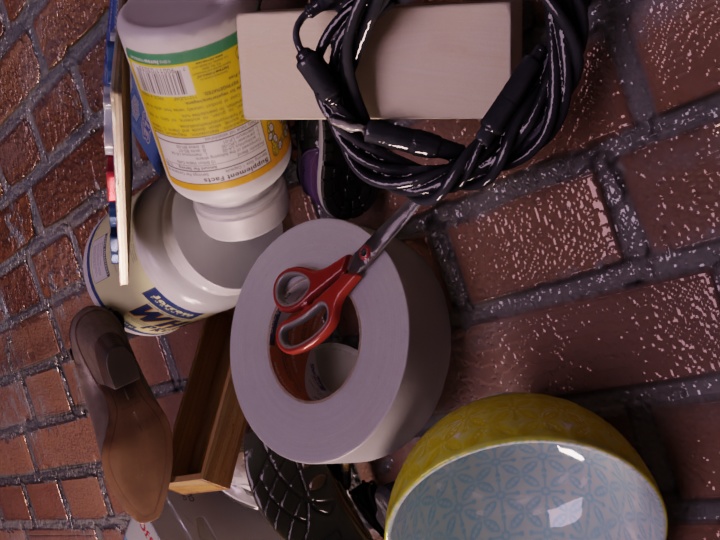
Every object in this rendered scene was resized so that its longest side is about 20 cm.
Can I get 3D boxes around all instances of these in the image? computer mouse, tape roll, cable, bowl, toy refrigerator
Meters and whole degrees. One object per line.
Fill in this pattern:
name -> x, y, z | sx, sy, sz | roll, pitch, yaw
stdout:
computer mouse -> 0.032, 0.203, 0.825 | 0.141, 0.046, 0.201 | 49, 163, 26
tape roll -> -0.021, 0.061, 0.798 | 0.198, 0.066, 0.205 | -9, 75, 38
cable -> 0.059, -0.133, 0.601 | 0.197, 0.051, 0.166 | -20, 100, 22
bowl -> 0.113, 0.155, 0.684 | 0.109, 0.196, 0.203 | -89, 15, -54
toy refrigerator -> 0.016, -0.152, 0.674 | 0.196, 0.070, 0.077 | 2, 107, 18

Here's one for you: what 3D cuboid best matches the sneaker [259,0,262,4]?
sneaker -> -0.130, -0.302, 0.786 | 0.071, 0.072, 0.202 | -49, 58, 40

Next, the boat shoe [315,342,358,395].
boat shoe -> -0.042, 0.118, 0.902 | 0.200, 0.060, 0.073 | -14, 52, 46

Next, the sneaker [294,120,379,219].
sneaker -> -0.027, -0.152, 0.783 | 0.087, 0.075, 0.204 | 34, 123, 50

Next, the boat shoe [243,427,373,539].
boat shoe -> -0.043, 0.228, 0.880 | 0.202, 0.075, 0.074 | 59, 180, 0

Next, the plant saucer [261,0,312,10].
plant saucer -> -0.084, -0.247, 0.823 | 0.199, 0.034, 0.205 | 15, 108, 53

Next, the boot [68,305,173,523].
boot -> -0.247, 0.135, 0.940 | 0.146, 0.069, 0.204 | 14, 112, 60

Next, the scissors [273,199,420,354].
scissors -> 0.000, 0.000, 0.744 | 0.198, 0.014, 0.074 | -31, 61, 29

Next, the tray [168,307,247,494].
tray -> -0.143, 0.121, 0.948 | 0.098, 0.037, 0.203 | -21, 50, 50

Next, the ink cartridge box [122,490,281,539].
ink cartridge box -> -0.185, 0.346, 1.078 | 0.146, 0.143, 0.201 | 51, 136, 24

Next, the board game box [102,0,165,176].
board game box -> -0.209, -0.236, 0.951 | 0.200, 0.043, 0.203 | 51, 137, 40

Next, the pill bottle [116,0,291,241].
pill bottle -> -0.117, -0.128, 0.766 | 0.112, 0.112, 0.203 | 28, 143, 39

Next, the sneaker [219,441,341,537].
sneaker -> -0.087, 0.198, 0.985 | 0.199, 0.075, 0.117 | 31, 116, 29

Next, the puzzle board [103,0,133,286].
puzzle board -> -0.206, -0.112, 0.800 | 0.152, 0.017, 0.202 | -102, 17, -44

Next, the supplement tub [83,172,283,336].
supplement tub -> -0.181, -0.020, 0.945 | 0.199, 0.143, 0.148 | -20, 88, 50
